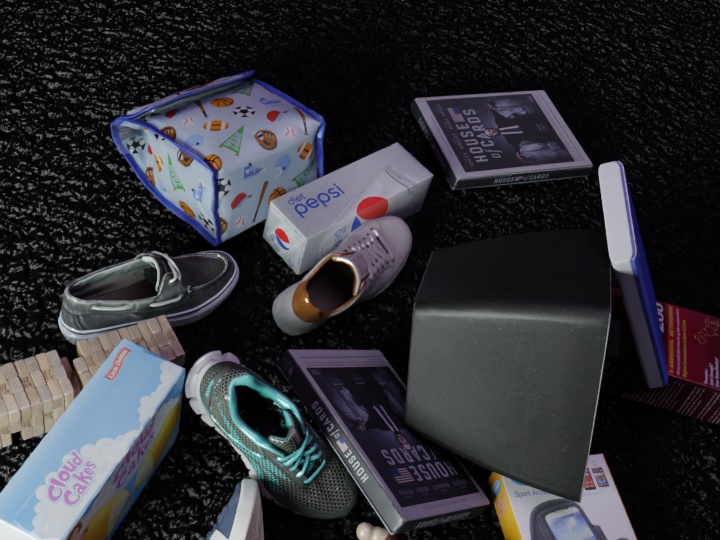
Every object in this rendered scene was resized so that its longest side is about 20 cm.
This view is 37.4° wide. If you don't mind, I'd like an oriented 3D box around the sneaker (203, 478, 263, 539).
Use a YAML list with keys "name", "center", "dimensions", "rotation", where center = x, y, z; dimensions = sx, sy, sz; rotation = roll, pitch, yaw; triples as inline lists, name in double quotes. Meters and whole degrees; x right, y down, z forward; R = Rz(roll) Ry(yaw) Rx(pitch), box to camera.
- name: "sneaker"
  center: [-0.134, 0.257, 0.893]
  dimensions: [0.084, 0.075, 0.201]
  rotation: [1, 38, 9]

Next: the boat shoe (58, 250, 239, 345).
- name: "boat shoe"
  center: [-0.207, 0.018, 1.078]
  dimensions: [0.199, 0.071, 0.072]
  rotation: [-24, 59, -33]

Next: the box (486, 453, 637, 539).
- name: "box"
  center: [0.200, 0.254, 1.012]
  dimensions: [0.118, 0.042, 0.201]
  rotation: [-2, 53, -18]

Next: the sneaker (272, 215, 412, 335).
- name: "sneaker"
  center: [0.000, 0.000, 1.135]
  dimensions: [0.200, 0.085, 0.073]
  rotation: [-40, 96, -34]

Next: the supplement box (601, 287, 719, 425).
- name: "supplement box"
  center: [0.346, 0.096, 1.178]
  dimensions: [0.199, 0.061, 0.109]
  rotation: [15, 47, -1]

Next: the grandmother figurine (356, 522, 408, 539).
- name: "grandmother figurine"
  center: [0.021, 0.281, 0.928]
  dimensions: [0.199, 0.061, 0.122]
  rotation: [-3, 78, -22]

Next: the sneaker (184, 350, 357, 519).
- name: "sneaker"
  center: [-0.071, 0.155, 0.943]
  dimensions: [0.200, 0.091, 0.078]
  rotation: [45, 72, -17]

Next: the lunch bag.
- name: "lunch bag"
  center: [-0.163, -0.147, 1.207]
  dimensions: [0.170, 0.124, 0.200]
  rotation: [-28, 48, -34]

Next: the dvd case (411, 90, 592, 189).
- name: "dvd case"
  center: [0.182, -0.173, 1.381]
  dimensions: [0.199, 0.025, 0.151]
  rotation: [-7, 52, -23]

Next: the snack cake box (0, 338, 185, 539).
- name: "snack cake box"
  center: [-0.229, 0.171, 0.907]
  dimensions: [0.067, 0.115, 0.200]
  rotation: [25, 48, 7]

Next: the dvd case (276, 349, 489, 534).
- name: "dvd case"
  center: [0.023, 0.155, 1.010]
  dimensions: [0.150, 0.025, 0.200]
  rotation: [7, 39, -53]

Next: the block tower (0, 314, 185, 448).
- name: "block tower"
  center: [-0.267, 0.105, 0.997]
  dimensions: [0.199, 0.058, 0.054]
  rotation: [-18, 57, -27]

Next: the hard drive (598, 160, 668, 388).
- name: "hard drive"
  center: [0.276, 0.007, 1.071]
  dimensions: [0.025, 0.200, 0.132]
  rotation: [-11, 46, 17]

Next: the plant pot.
- name: "plant pot"
  center: [0.142, 0.074, 1.033]
  dimensions: [0.176, 0.201, 0.200]
  rotation: [8, 26, 10]

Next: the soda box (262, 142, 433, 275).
- name: "soda box"
  center: [-0.012, -0.074, 1.220]
  dimensions: [0.199, 0.064, 0.068]
  rotation: [-28, 62, -34]
